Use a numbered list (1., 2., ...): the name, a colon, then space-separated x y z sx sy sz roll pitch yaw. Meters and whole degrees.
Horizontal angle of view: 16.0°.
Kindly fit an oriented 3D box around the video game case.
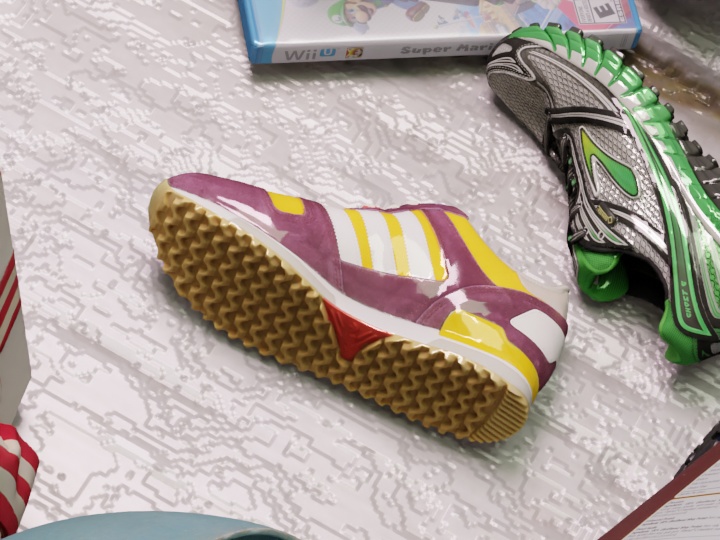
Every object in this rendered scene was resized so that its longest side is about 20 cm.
1. video game case: 0.032 -0.168 1.304 0.199 0.018 0.143 -4 56 -12

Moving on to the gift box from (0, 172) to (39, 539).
1. gift box: -0.233 0.064 1.037 0.186 0.185 0.200 13 62 7

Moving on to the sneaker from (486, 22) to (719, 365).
1. sneaker: 0.121 -0.040 1.220 0.085 0.078 0.200 -37 61 -5

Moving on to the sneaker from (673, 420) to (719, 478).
1. sneaker: 0.171 0.123 1.144 0.078 0.075 0.200 34 68 0

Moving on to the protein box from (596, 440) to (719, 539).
1. protein box: 0.222 0.154 1.049 0.200 0.135 0.199 -35 99 -26

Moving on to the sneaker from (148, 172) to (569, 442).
1. sneaker: 0.000 0.000 1.182 0.200 0.075 0.090 30 51 0

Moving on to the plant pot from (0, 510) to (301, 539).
1. plant pot: -0.115 0.179 0.997 0.134 0.200 0.200 15 54 31
